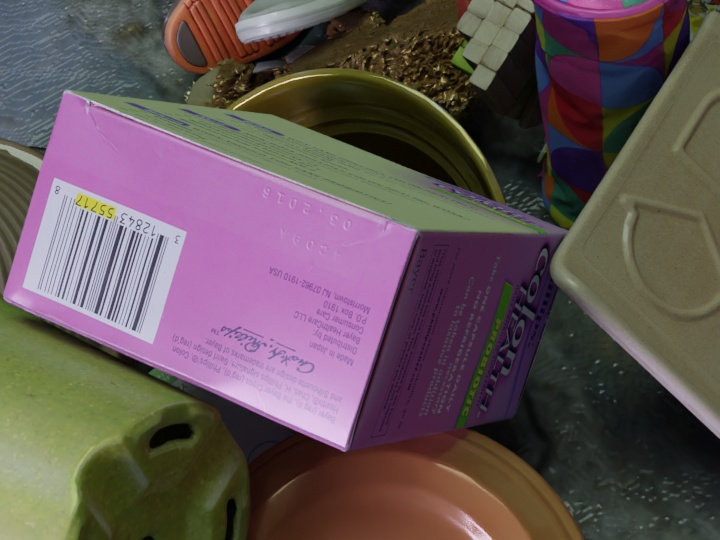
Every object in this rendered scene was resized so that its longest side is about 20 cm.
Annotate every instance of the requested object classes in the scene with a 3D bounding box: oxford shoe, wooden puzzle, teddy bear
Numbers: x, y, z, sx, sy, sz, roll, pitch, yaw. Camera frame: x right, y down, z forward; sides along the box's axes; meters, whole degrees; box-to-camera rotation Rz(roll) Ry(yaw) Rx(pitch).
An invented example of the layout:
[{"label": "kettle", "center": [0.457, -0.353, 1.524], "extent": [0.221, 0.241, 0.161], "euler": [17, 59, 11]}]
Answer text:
[{"label": "oxford shoe", "center": [-0.063, -0.190, 1.323], "extent": [0.073, 0.072, 0.200], "euler": [9, 43, 44]}, {"label": "oxford shoe", "center": [-0.014, -0.188, 1.264], "extent": [0.075, 0.058, 0.200], "euler": [-4, 25, 40]}, {"label": "wooden puzzle", "center": [0.190, 0.000, 1.031], "extent": [0.046, 0.185, 0.200], "euler": [-30, 21, 54]}, {"label": "teddy bear", "center": [-0.015, -0.098, 1.226], "extent": [0.199, 0.067, 0.145], "euler": [-24, 29, -5]}]

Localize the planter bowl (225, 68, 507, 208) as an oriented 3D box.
[{"label": "planter bowl", "center": [0.000, 0.000, 1.087], "extent": [0.199, 0.083, 0.202], "euler": [0, 90, 25]}]

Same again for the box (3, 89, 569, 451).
[{"label": "box", "center": [-0.026, -0.002, 0.943], "extent": [0.175, 0.200, 0.097], "euler": [22, 100, 22]}]

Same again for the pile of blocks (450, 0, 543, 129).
[{"label": "pile of blocks", "center": [0.095, -0.132, 1.175], "extent": [0.062, 0.082, 0.200], "euler": [32, 23, 22]}]

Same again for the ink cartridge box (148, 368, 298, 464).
[{"label": "ink cartridge box", "center": [-0.072, 0.141, 0.996], "extent": [0.145, 0.048, 0.200], "euler": [-36, 53, 4]}]

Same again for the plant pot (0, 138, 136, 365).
[{"label": "plant pot", "center": [-0.221, 0.022, 1.088], "extent": [0.199, 0.093, 0.202], "euler": [-2, 81, 14]}]

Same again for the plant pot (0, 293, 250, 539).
[{"label": "plant pot", "center": [-0.156, 0.098, 0.913], "extent": [0.183, 0.201, 0.201], "euler": [14, 54, 32]}]

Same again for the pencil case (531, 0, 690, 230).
[{"label": "pencil case", "center": [0.127, -0.095, 1.092], "extent": [0.088, 0.201, 0.089], "euler": [-3, 53, 4]}]

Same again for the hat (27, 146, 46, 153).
[{"label": "hat", "center": [-0.200, -0.015, 1.185], "extent": [0.199, 0.081, 0.202], "euler": [-8, 49, 9]}]

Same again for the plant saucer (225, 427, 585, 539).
[{"label": "plant saucer", "center": [0.010, 0.161, 0.936], "extent": [0.199, 0.037, 0.202], "euler": [-1, 77, 6]}]

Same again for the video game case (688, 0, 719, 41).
[{"label": "video game case", "center": [0.261, -0.175, 1.207], "extent": [0.198, 0.026, 0.181], "euler": [-5, 46, -9]}]
